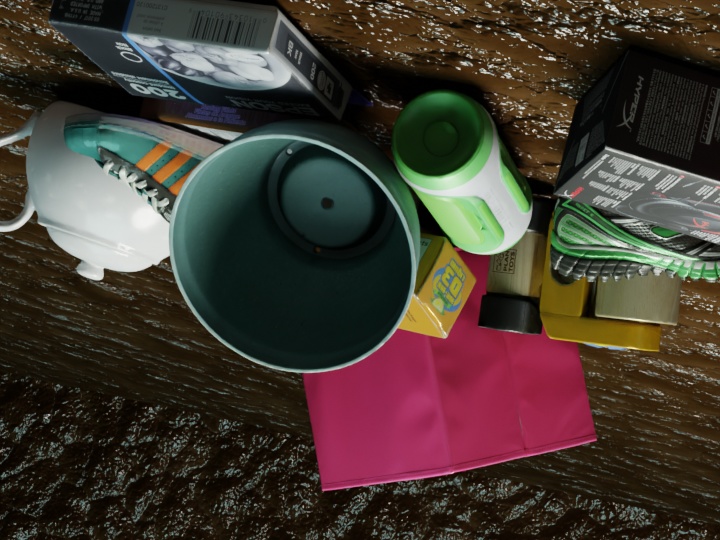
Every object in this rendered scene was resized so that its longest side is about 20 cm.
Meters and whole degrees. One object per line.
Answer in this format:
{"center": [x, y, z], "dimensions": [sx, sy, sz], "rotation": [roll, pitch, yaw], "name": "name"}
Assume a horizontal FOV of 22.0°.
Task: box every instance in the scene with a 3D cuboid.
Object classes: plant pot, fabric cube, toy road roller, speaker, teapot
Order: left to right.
{"center": [-0.237, -0.065, 1.736], "dimensions": [0.199, 0.147, 0.197], "rotation": [19, 177, 39], "name": "teapot"}
{"center": [-0.039, -0.037, 1.488], "dimensions": [0.199, 0.201, 0.134], "rotation": [14, -154, 8], "name": "plant pot"}
{"center": [0.076, 0.088, 1.751], "dimensions": [0.199, 0.201, 0.196], "rotation": [-7, 173, -40], "name": "fabric cube"}
{"center": [0.084, -0.076, 1.484], "dimensions": [0.088, 0.089, 0.200], "rotation": [11, 167, 18], "name": "speaker"}
{"center": [0.207, 0.001, 1.612], "dimensions": [0.199, 0.124, 0.146], "rotation": [6, 180, 39], "name": "toy road roller"}

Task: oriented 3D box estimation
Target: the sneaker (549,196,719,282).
{"center": [0.249, -0.039, 1.456], "dimensions": [0.199, 0.086, 0.078], "rotation": [-1, -160, 2], "name": "sneaker"}

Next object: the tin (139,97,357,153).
{"center": [-0.100, -0.124, 1.605], "dimensions": [0.199, 0.042, 0.112], "rotation": [10, 165, 24], "name": "tin"}

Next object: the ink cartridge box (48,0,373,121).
{"center": [-0.114, -0.161, 1.453], "dimensions": [0.197, 0.044, 0.200], "rotation": [10, 168, 25], "name": "ink cartridge box"}

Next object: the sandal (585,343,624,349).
{"center": [0.205, 0.031, 1.854], "dimensions": [0.199, 0.080, 0.087], "rotation": [19, 174, 28], "name": "sandal"}

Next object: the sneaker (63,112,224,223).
{"center": [-0.167, -0.079, 1.608], "dimensions": [0.199, 0.080, 0.071], "rotation": [17, 171, -8], "name": "sneaker"}

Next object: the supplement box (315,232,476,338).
{"center": [0.000, 0.000, 1.610], "dimensions": [0.199, 0.069, 0.067], "rotation": [14, 154, 40], "name": "supplement box"}

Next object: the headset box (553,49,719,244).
{"center": [0.253, -0.073, 1.300], "dimensions": [0.199, 0.075, 0.149], "rotation": [17, 168, -4], "name": "headset box"}

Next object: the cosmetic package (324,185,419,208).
{"center": [-0.032, -0.048, 1.785], "dimensions": [0.103, 0.073, 0.200], "rotation": [20, 166, -19], "name": "cosmetic package"}
